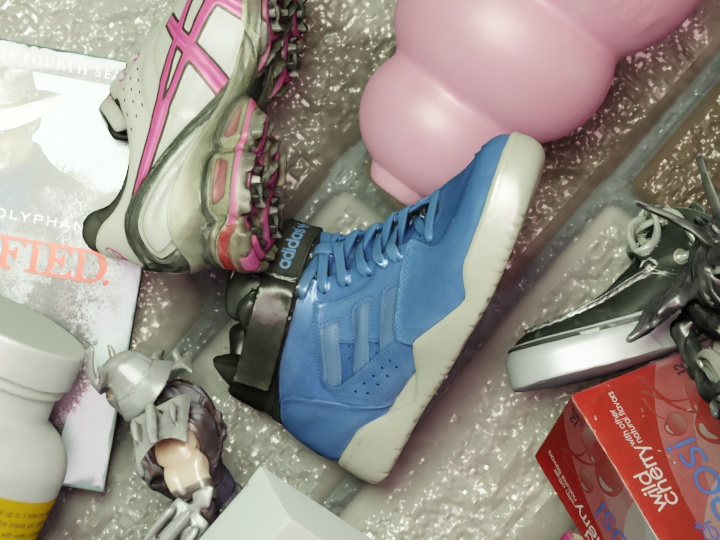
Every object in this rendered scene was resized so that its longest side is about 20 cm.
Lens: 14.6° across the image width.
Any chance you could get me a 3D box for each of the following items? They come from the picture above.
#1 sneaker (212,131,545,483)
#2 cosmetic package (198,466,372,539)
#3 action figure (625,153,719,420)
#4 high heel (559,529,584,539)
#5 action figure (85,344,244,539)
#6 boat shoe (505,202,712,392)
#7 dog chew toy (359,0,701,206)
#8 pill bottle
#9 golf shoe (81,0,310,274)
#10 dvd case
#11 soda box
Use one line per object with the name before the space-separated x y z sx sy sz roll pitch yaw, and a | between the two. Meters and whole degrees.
sneaker | 0.000 0.001 1.259 0.111 0.077 0.200 28 131 -1
cosmetic package | -0.015 0.197 1.234 0.200 0.052 0.151 35 98 -31
action figure | 0.201 0.041 1.234 0.119 0.102 0.200 -39 102 -10
high heel | 0.182 0.176 1.313 0.199 0.067 0.096 5 100 8
action figure | -0.063 0.112 1.266 0.069 0.130 0.200 -30 107 19
boat shoe | 0.153 -0.001 1.309 0.199 0.074 0.068 -21 85 -7
dog chew toy | 0.073 -0.115 1.283 0.124 0.125 0.200 36 94 -3
pill bottle | -0.196 0.110 1.247 0.104 0.104 0.200 26 99 -4
golf shoe | -0.075 -0.092 1.271 0.092 0.073 0.200 1 60 14
dvd case | -0.172 -0.007 1.308 0.146 0.022 0.201 11 88 -4
soda box | 0.161 0.141 1.271 0.070 0.063 0.200 -20 66 -24
